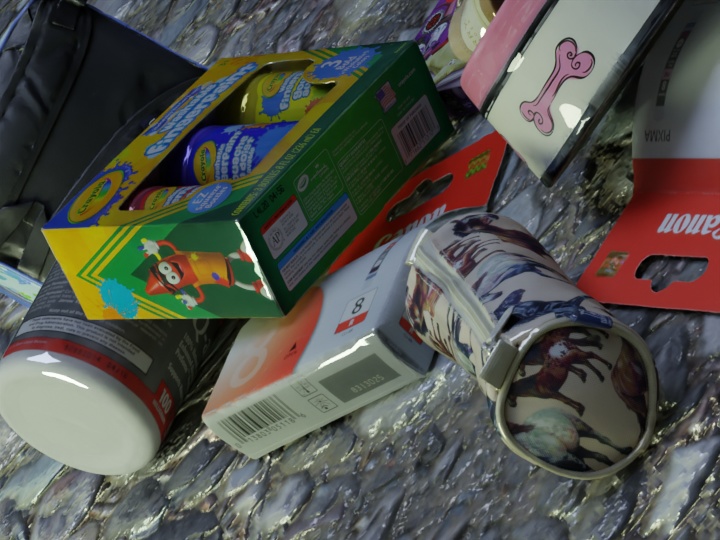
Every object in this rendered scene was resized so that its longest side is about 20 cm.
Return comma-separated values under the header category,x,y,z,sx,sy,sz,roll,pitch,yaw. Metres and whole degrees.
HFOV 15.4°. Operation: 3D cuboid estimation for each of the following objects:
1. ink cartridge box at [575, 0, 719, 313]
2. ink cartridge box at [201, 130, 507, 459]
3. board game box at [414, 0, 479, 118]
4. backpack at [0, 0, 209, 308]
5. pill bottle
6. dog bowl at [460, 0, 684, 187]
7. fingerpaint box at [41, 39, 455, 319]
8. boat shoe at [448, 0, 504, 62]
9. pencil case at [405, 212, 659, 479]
category,x,y,z,sx,sy,sz,roll,pitch,yaw
ink cartridge box,0.181,-0.076,1.315,0.200,0.057,0.162,-51,21,-15
ink cartridge box,0.000,0.000,1.553,0.162,0.050,0.201,-28,33,44
board game box,0.091,-0.151,1.654,0.120,0.032,0.200,-54,21,-22
backpack,-0.204,-0.070,1.915,0.201,0.182,0.147,-60,0,-17
pill bottle,-0.147,0.022,1.719,0.116,0.116,0.201,-24,33,49
dog bowl,0.127,-0.145,1.400,0.201,0.074,0.200,-55,-3,-4
fingerpaint box,-0.067,-0.056,1.621,0.166,0.074,0.200,-1,34,41
boat shoe,0.111,-0.197,1.555,0.065,0.072,0.200,-33,20,54
pencil case,0.077,0.030,1.290,0.078,0.089,0.200,-49,20,4
